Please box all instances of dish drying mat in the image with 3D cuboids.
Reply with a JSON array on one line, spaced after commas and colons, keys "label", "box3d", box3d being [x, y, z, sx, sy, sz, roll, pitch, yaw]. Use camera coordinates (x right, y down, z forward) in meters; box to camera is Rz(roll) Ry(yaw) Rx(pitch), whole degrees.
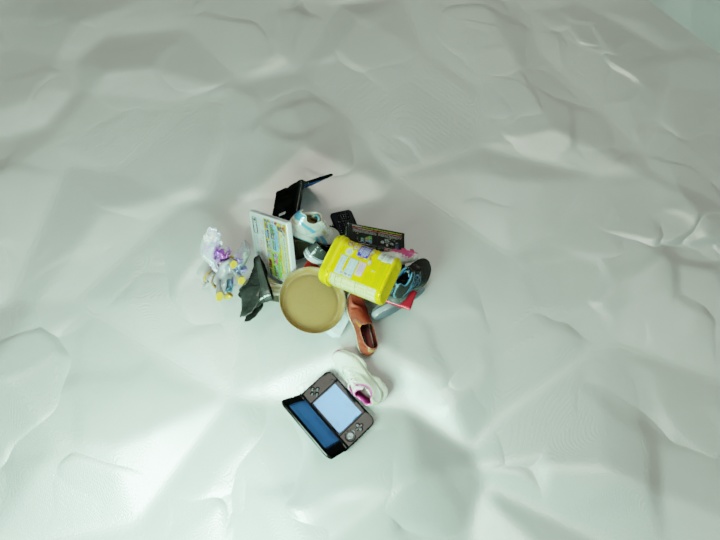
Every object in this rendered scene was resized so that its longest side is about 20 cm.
[{"label": "dish drying mat", "box3d": [0.067, 0.060, 1.642, 0.198, 0.018, 0.077, 20, 49, 9]}]

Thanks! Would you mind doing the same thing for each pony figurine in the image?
[{"label": "pony figurine", "box3d": [-0.408, -0.010, 1.630, 0.199, 0.166, 0.195, 25, 90, 55]}]

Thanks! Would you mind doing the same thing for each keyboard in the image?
[{"label": "keyboard", "box3d": [-0.046, -0.116, 1.796, 0.103, 0.040, 0.201, -17, 63, -12]}]

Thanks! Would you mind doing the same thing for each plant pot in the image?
[{"label": "plant pot", "box3d": [-0.141, 0.088, 1.589, 0.198, 0.027, 0.202, 7, 68, -17]}]

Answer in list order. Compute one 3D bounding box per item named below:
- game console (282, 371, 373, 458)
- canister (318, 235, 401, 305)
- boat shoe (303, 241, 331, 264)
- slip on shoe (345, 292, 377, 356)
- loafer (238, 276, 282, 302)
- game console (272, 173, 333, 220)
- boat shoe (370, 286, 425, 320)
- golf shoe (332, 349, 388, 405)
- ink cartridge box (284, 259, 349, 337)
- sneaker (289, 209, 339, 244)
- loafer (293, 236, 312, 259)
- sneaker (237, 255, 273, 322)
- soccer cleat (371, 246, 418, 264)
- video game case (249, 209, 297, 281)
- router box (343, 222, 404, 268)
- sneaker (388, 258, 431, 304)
[{"label": "game console", "box3d": [-0.084, 0.384, 1.477, 0.175, 0.117, 0.200, -39, 71, -20]}, {"label": "canister", "box3d": [0.000, 0.000, 1.550, 0.198, 0.087, 0.150, 21, 75, 24]}, {"label": "boat shoe", "box3d": [-0.098, -0.050, 1.677, 0.057, 0.199, 0.069, -43, 69, 19]}, {"label": "slip on shoe", "box3d": [0.007, 0.154, 1.620, 0.073, 0.061, 0.202, -5, 73, -32]}, {"label": "loafer", "box3d": [-0.274, 0.055, 1.672, 0.197, 0.076, 0.069, 2, 68, -1]}, {"label": "game console", "box3d": [-0.193, -0.230, 1.778, 0.115, 0.199, 0.178, 15, 77, -30]}, {"label": "boat shoe", "box3d": [0.100, 0.075, 1.684, 0.201, 0.075, 0.086, -31, 68, -21]}, {"label": "golf shoe", "box3d": [-0.012, 0.302, 1.541, 0.200, 0.076, 0.091, 39, 26, 18]}, {"label": "ink cartridge box", "box3d": [-0.107, 0.080, 1.632, 0.200, 0.047, 0.161, 40, 62, -20]}, {"label": "sneaker", "box3d": [-0.131, -0.130, 1.686, 0.199, 0.081, 0.077, 13, 40, -46]}, {"label": "loafer", "box3d": [-0.189, -0.081, 1.724, 0.199, 0.077, 0.067, -2, 33, -48]}, {"label": "sneaker", "box3d": [-0.320, 0.049, 1.609, 0.103, 0.060, 0.201, -23, 55, 0]}, {"label": "soccer cleat", "box3d": [0.082, -0.022, 1.657, 0.198, 0.070, 0.087, 1, 76, -15]}, {"label": "video game case", "box3d": [-0.262, -0.070, 1.641, 0.181, 0.202, 0.023, 20, 33, 40]}, {"label": "router box", "box3d": [0.042, -0.058, 1.730, 0.198, 0.062, 0.151, 10, 62, -14]}, {"label": "sneaker", "box3d": [0.154, 0.018, 1.624, 0.073, 0.082, 0.200, 31, 51, 19]}]
